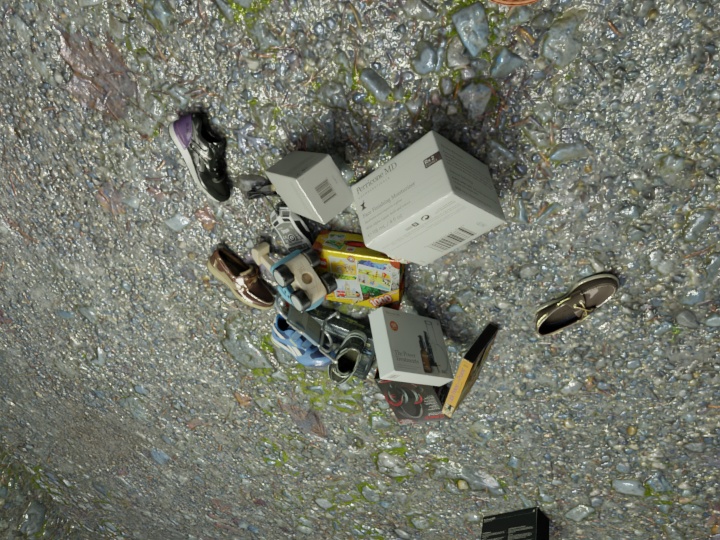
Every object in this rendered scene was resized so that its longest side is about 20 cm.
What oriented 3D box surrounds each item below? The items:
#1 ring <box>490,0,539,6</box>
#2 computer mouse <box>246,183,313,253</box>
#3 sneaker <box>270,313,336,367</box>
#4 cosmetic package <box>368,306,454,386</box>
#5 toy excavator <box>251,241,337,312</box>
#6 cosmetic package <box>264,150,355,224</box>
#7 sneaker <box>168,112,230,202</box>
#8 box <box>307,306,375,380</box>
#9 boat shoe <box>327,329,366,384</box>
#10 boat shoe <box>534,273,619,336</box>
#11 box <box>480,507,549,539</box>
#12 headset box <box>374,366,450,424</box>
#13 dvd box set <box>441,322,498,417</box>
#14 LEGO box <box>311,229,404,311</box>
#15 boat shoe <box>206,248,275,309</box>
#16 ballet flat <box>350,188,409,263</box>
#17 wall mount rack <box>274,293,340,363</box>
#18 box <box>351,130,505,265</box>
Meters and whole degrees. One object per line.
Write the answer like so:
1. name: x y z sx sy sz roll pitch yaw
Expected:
1. ring: 0.239 -0.500 0.842 0.199 0.019 0.201 11 130 13
2. computer mouse: -0.165 -0.112 1.278 0.109 0.044 0.201 -12 120 34
3. sneaker: -0.147 0.173 1.408 0.199 0.074 0.083 24 128 26
4. cosmetic package: 0.116 0.174 1.277 0.199 0.152 0.052 16 140 -40
5. toy excavator: -0.167 0.009 1.280 0.195 0.100 0.200 56 153 -2
6. cosmetic package: -0.104 -0.168 1.113 0.108 0.085 0.200 57 167 -27
7. sneaker: -0.324 -0.240 1.216 0.087 0.076 0.201 -15 121 22
8. box: -0.055 0.186 1.468 0.199 0.051 0.158 20 131 5
9. boat shoe: -0.043 0.231 1.418 0.072 0.071 0.201 23 131 1
10. boat shoe: 0.454 0.077 1.194 0.072 0.060 0.200 43 129 -15
11. box: 0.468 0.820 1.723 0.200 0.141 0.079 -30 115 35
12. headset box: 0.147 0.320 1.486 0.148 0.075 0.201 -12 122 27
13. dvd box set: 0.258 0.236 1.334 0.029 0.146 0.201 30 133 21
14. LEGO box: 0.000 0.000 1.284 0.199 0.077 0.150 8 129 13
15. boat shoe: -0.289 0.018 1.409 0.200 0.072 0.072 41 130 -6
16. ballet flat: 0.046 -0.097 1.162 0.200 0.076 0.064 50 170 -1
17. wall mount rack: -0.110 0.129 1.305 0.074 0.174 0.200 -32 121 25
18. box: 0.126 -0.123 1.046 0.198 0.131 0.199 -31 151 33
